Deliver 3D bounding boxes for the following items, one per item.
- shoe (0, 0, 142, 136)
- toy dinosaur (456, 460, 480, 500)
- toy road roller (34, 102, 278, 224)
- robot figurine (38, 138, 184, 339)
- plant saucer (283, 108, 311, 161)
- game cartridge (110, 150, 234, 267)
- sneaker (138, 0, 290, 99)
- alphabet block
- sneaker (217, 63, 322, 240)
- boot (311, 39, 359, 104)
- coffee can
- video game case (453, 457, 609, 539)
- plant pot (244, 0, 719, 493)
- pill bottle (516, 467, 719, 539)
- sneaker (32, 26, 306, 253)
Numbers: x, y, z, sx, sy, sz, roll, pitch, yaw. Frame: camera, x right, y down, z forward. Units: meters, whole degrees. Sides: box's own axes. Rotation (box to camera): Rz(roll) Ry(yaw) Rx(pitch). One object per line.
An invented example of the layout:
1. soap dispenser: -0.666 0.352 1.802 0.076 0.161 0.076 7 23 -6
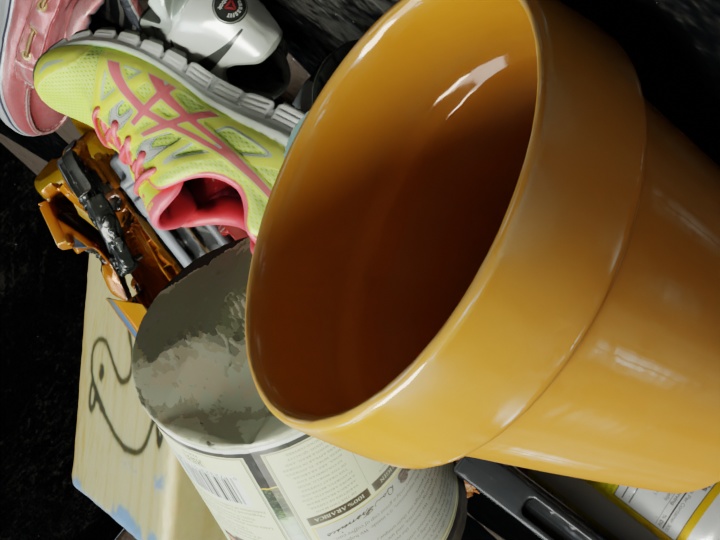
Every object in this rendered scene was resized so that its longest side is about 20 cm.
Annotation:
1. shoe: -0.199 -0.144 1.668 0.091 0.071 0.200 46 147 26
2. toy dinosaur: 0.052 0.087 1.596 0.135 0.201 0.102 10 -177 3
3. toy road roller: -0.143 -0.082 1.722 0.123 0.146 0.200 41 173 -19
4. robot figurine: -0.135 0.005 1.580 0.200 0.058 0.145 54 -173 4
5. plant saucer: 0.046 -0.011 1.264 0.200 0.039 0.201 18 144 13
6. game cartridge: -0.086 -0.011 1.600 0.200 0.041 0.133 52 -168 -11
7. sneaker: -0.087 -0.123 1.471 0.088 0.074 0.200 37 170 0
8. alphabet block: -0.086 0.086 1.818 0.196 0.201 0.195 -1 -167 -29
9. sneaker: -0.033 -0.054 1.491 0.067 0.108 0.201 39 173 1
10. boot: 0.024 -0.048 1.372 0.200 0.068 0.131 52 175 -22
11. coffee can: -0.031 0.095 1.440 0.146 0.146 0.200 34 160 36
12. video game case: 0.146 0.176 1.522 0.181 0.026 0.200 37 179 13
13. plant pot: 0.082 0.003 1.023 0.183 0.201 0.200 25 180 -28
14. pill bottle: 0.190 0.128 1.494 0.200 0.104 0.104 37 173 20
15. sneaker: -0.110 -0.070 1.406 0.200 0.090 0.078 23 158 21
